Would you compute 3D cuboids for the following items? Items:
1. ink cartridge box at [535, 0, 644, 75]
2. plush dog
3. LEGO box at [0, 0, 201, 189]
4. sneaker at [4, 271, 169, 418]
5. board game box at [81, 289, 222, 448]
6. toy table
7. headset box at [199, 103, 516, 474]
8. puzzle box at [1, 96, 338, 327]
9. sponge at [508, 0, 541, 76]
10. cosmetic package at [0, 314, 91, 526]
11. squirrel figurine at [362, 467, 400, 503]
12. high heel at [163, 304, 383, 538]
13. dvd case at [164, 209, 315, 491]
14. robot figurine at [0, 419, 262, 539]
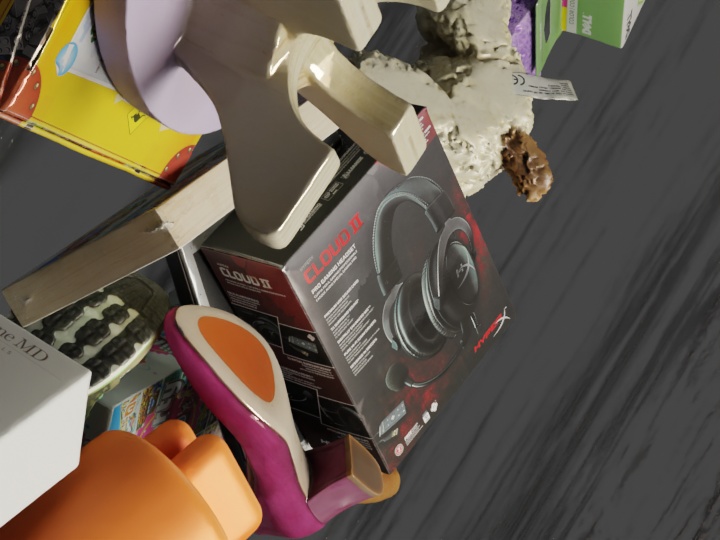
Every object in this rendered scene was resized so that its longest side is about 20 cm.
[{"bbox_3d":[0.206,-0.253,1.608,0.104,0.059,0.201,83,32,-62],"label":"ink cartridge box"},{"bbox_3d":[0.042,-0.087,1.385,0.200,0.161,0.172,-44,-178,-35],"label":"plush dog"},{"bbox_3d":[-0.121,-0.135,0.953,0.150,0.077,0.200,-60,162,2],"label":"LEGO box"},{"bbox_3d":[-0.185,0.081,1.126,0.200,0.077,0.089,-45,158,-18],"label":"sneaker"},{"bbox_3d":[-0.141,0.099,1.274,0.200,0.064,0.148,-31,145,-55],"label":"board game box"},{"bbox_3d":[-0.033,-0.112,0.915,0.185,0.117,0.200,-60,161,-1],"label":"toy table"},{"bbox_3d":[0.000,0.000,1.225,0.149,0.077,0.201,-49,133,-28],"label":"headset box"},{"bbox_3d":[-0.096,-0.041,1.107,0.133,0.026,0.200,-24,-169,37],"label":"puzzle box"},{"bbox_3d":[0.082,-0.119,1.577,0.200,0.030,0.112,-53,161,-19],"label":"sponge"},{"bbox_3d":[-0.234,0.097,0.970,0.200,0.101,0.072,-40,152,-47],"label":"cosmetic package"},{"bbox_3d":[0.006,0.065,1.408,0.186,0.142,0.200,-39,161,25],"label":"squirrel figurine"},{"bbox_3d":[-0.076,0.098,1.175,0.200,0.096,0.068,48,28,-34],"label":"high heel"},{"bbox_3d":[-0.044,0.029,1.259,0.150,0.025,0.201,-37,125,-35],"label":"dvd case"},{"bbox_3d":[-0.148,0.167,1.076,0.200,0.144,0.117,-39,157,-23],"label":"robot figurine"}]
